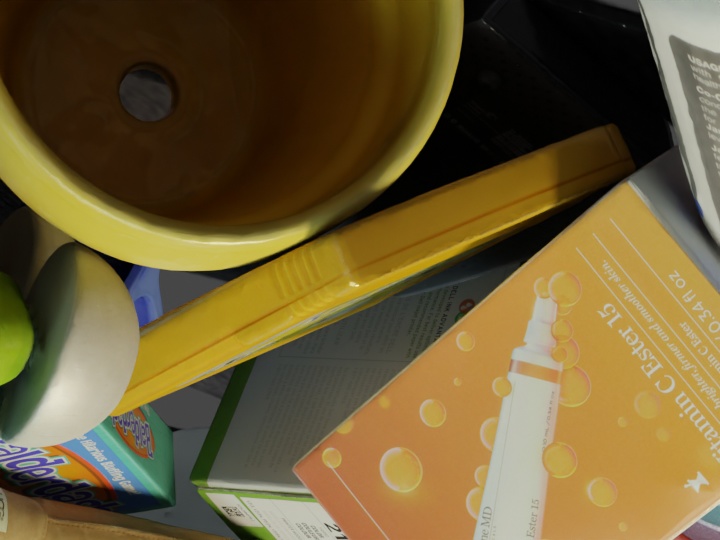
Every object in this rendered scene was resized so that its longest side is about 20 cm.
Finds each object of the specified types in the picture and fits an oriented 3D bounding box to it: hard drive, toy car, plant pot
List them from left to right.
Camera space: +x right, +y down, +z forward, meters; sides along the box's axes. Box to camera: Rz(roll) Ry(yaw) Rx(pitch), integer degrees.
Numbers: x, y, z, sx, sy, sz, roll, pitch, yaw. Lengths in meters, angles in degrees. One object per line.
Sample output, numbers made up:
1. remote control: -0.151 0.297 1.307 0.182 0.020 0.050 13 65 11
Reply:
1. toy car: -0.198 0.033 0.937 0.174 0.151 0.200 21 -177 -23
2. plant pot: -0.077 -0.093 0.960 0.200 0.201 0.189 28 165 -9
3. hard drive: 0.040 -0.057 1.063 0.135 0.042 0.200 38 146 -22

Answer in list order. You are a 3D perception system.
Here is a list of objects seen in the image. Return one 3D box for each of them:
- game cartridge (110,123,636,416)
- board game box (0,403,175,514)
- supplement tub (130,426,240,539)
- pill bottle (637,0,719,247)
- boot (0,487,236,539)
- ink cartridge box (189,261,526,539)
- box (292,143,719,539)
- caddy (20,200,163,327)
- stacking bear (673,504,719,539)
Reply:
1. game cartridge: 0.000 0.000 0.984 0.200 0.176 0.033 -24 89 51
2. board game box: -0.204 0.086 1.117 0.199 0.045 0.152 -10 154 9
3. supplement tub: -0.074 0.205 1.460 0.131 0.132 0.200 1 142 32
4. pill bottle: 0.161 -0.095 0.854 0.113 0.114 0.200 7 146 25
5. boot: -0.171 0.162 1.147 0.175 0.066 0.200 -26 146 37
6. ink cartridge box: 0.035 0.069 1.157 0.199 0.148 0.076 1 145 32
7. box: 0.092 0.061 0.981 0.200 0.097 0.125 -42 84 25
8. caddy: -0.151 0.026 1.225 0.105 0.142 0.200 27 150 -3
9. stacking bear: 0.186 0.055 1.078 0.121 0.114 0.200 29 141 17
